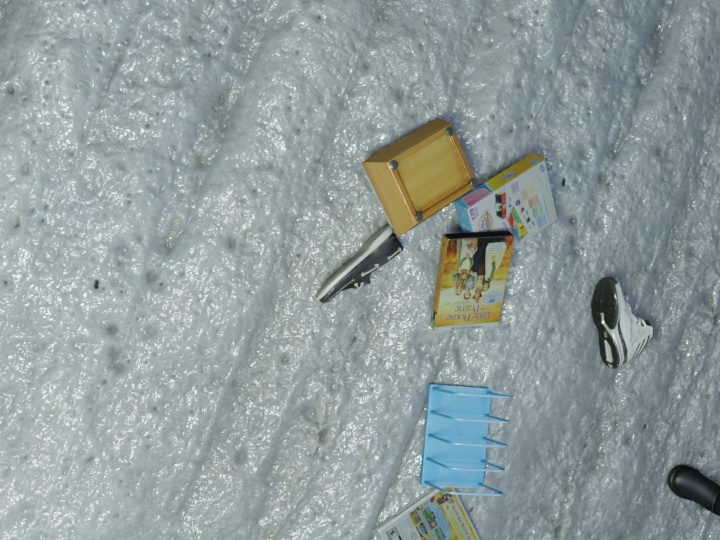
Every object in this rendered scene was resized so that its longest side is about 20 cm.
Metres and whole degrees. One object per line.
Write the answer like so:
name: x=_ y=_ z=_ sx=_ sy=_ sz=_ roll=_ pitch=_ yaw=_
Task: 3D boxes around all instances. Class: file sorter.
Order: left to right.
file sorter: x=0.209 y=0.333 z=1.745 sx=0.138 sy=0.123 sz=0.202 roll=7 pitch=87 yaw=-20

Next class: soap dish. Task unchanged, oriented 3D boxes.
soap dish: x=0.118 y=-0.178 z=1.682 sx=0.199 sy=0.081 sz=0.158 roll=-33 pitch=105 yaw=-26

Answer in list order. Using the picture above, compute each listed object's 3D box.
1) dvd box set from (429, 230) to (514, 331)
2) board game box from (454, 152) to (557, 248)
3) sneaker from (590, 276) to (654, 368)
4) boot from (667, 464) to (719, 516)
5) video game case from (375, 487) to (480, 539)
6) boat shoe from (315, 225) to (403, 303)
dvd box set: x=0.216 y=0.021 z=1.742 sx=0.145 sy=0.029 sz=0.202 roll=-3 pitch=117 yaw=-19
board game box: x=0.290 y=-0.117 z=1.761 sx=0.199 sy=0.040 sz=0.154 roll=-32 pitch=126 yaw=-15
sneaker: x=0.561 y=0.098 z=1.901 sx=0.115 sy=0.076 sz=0.202 roll=-18 pitch=109 yaw=-27
boot: x=0.797 y=0.507 z=1.968 sx=0.198 sy=0.162 sz=0.074 roll=34 pitch=82 yaw=-20
video game case: x=0.147 y=0.552 z=1.806 sx=0.181 sy=0.023 sz=0.201 roll=-30 pitch=103 yaw=-15
boat shoe: x=0.000 y=0.000 z=1.678 sx=0.200 sy=0.074 sz=0.060 roll=-44 pitch=103 yaw=-20
